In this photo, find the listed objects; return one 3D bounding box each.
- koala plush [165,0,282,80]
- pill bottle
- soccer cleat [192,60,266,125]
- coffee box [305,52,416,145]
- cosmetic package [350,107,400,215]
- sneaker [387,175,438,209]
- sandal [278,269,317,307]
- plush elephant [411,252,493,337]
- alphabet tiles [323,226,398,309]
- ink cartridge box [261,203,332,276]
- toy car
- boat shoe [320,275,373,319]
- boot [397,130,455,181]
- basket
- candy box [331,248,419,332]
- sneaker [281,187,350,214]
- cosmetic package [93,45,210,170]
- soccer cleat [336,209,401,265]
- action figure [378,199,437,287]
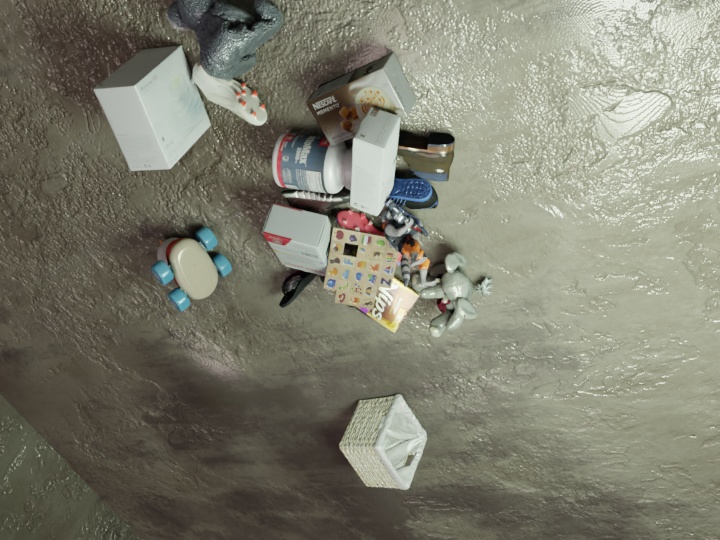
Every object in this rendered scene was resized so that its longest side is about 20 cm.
[{"bbox_3d":[-0.296,-0.508,1.461,0.201,0.184,0.177,48,131,-4],"label":"koala plush"},{"bbox_3d":[-0.088,-0.237,1.619,0.196,0.121,0.121,9,132,16],"label":"pill bottle"},{"bbox_3d":[-0.293,-0.391,1.622,0.199,0.070,0.078,41,138,-3],"label":"soccer cleat"},{"bbox_3d":[0.002,-0.354,1.505,0.197,0.080,0.115,-13,122,32],"label":"coffee box"},{"bbox_3d":[0.029,-0.221,1.494,0.073,0.103,0.202,20,147,10],"label":"cosmetic package"},{"bbox_3d":[0.083,-0.177,1.629,0.197,0.071,0.078,18,168,30],"label":"sneaker"},{"bbox_3d":[-0.165,0.022,1.911,0.048,0.076,0.200,34,125,-16],"label":"sandal"},{"bbox_3d":[0.207,0.049,1.694,0.196,0.168,0.154,-19,162,18],"label":"plush elephant"},{"bbox_3d":[0.000,0.000,1.741,0.163,0.008,0.204,10,120,-2],"label":"alphabet tiles"},{"bbox_3d":[-0.139,-0.070,1.754,0.143,0.084,0.201,14,162,12],"label":"ink cartridge box"},{"bbox_3d":[-0.491,-0.021,1.986,0.198,0.184,0.179,21,144,49],"label":"toy car"},{"bbox_3d":[-0.021,0.058,1.879,0.198,0.068,0.072,31,136,-1],"label":"boat shoe"},{"bbox_3d":[0.105,-0.242,1.558,0.196,0.075,0.099,7,128,16],"label":"boot"},{"bbox_3d":[0.070,0.507,2.135,0.158,0.200,0.202,-11,124,36],"label":"basket"},{"bbox_3d":[0.036,0.050,1.815,0.198,0.057,0.118,34,97,-8],"label":"candy box"},{"bbox_3d":[-0.087,-0.159,1.728,0.196,0.076,0.117,8,139,30],"label":"sneaker"},{"bbox_3d":[-0.458,-0.364,1.621,0.120,0.201,0.203,1,129,24],"label":"cosmetic package"},{"bbox_3d":[0.026,-0.076,1.747,0.197,0.067,0.077,26,139,-2],"label":"soccer cleat"},{"bbox_3d":[0.090,-0.071,1.615,0.104,0.195,0.199,-37,145,13],"label":"action figure"}]
